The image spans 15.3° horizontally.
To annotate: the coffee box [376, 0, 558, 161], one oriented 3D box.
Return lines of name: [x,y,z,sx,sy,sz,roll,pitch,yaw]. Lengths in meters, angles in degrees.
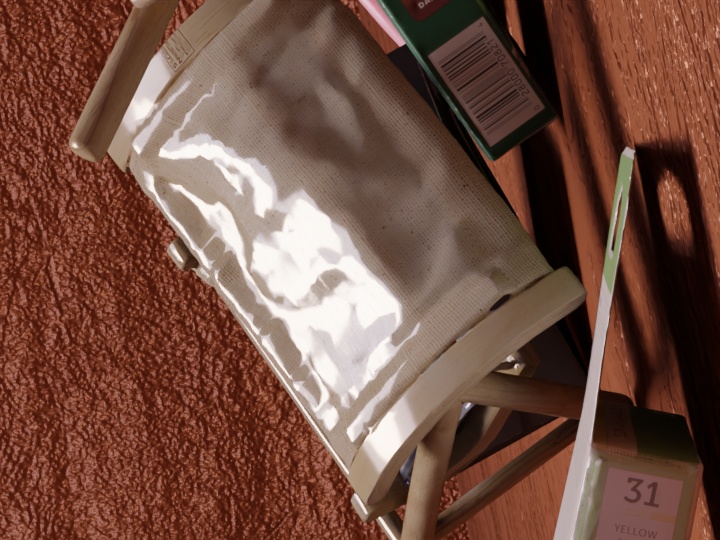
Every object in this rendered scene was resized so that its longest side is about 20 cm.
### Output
coffee box: [0.017,-0.155,1.274,0.200,0.044,0.123,54,-173,-18]

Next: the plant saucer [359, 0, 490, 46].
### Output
plant saucer: [0.007,-0.193,1.463,0.201,0.051,0.201,52,178,3]

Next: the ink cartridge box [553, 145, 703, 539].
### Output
ink cartridge box: [0.100,0.058,0.975,0.146,0.048,0.201,-40,-38,-85]

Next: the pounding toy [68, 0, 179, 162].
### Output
pounding toy: [-0.050,-0.179,1.035,0.142,0.184,0.201,-24,92,52]

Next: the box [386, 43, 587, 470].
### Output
box: [0.023,-0.002,1.406,0.149,0.124,0.200,57,-173,-25]

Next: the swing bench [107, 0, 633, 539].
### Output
swing bench: [0.000,0.000,1.147,0.199,0.130,0.200,53,179,22]
